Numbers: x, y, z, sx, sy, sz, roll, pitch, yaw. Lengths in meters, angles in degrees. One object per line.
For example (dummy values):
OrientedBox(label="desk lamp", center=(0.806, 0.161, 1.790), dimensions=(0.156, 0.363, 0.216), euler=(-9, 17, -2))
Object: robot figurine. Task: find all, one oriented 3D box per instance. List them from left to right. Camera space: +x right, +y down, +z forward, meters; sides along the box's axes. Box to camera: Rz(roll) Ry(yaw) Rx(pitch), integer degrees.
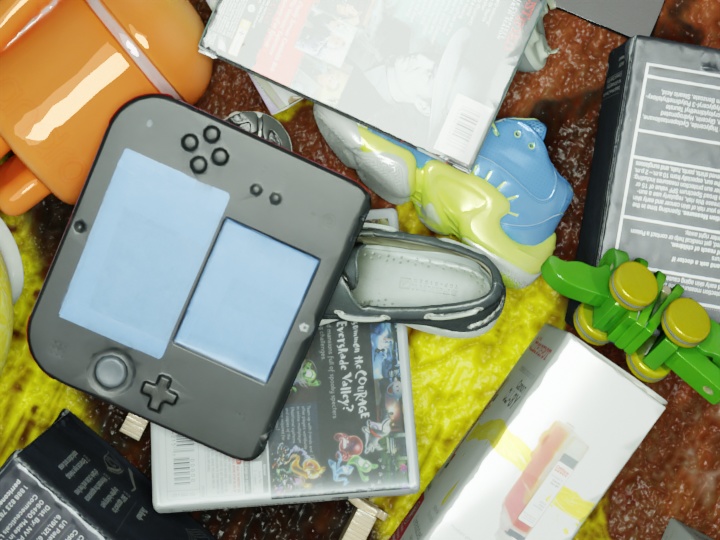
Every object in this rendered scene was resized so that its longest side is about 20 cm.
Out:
OrientedBox(label="robot figurine", center=(-0.181, -0.125, 1.071), dimensions=(0.200, 0.117, 0.144), euler=(-41, 77, 0))

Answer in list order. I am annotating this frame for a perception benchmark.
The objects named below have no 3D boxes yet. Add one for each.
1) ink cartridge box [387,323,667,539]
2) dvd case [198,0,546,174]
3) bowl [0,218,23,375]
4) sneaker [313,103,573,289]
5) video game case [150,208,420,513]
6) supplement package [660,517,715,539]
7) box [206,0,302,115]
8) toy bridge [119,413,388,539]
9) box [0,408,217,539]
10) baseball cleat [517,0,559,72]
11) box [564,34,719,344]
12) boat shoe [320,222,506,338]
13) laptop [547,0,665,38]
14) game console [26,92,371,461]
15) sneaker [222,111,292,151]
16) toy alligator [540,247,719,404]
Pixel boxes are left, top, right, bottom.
OrientedBox(label="ink cartridge box", center=(0.107, 0.140, 1.071), dimensions=(0.083, 0.145, 0.201), euler=(36, 91, 0))
OrientedBox(label="dvd case", center=(0.012, -0.170, 1.037), dimensions=(0.198, 0.022, 0.147), euler=(23, 95, -3))
OrientedBox(label="bowl", center=(-0.293, 0.007, 1.066), dimensions=(0.107, 0.199, 0.202), euler=(-29, 93, -41))
OrientedBox(label="sneaker", center=(0.065, -0.082, 1.101), dimensions=(0.199, 0.076, 0.105), euler=(39, 82, -13))
OrientedBox(label="video game case", center=(-0.056, 0.060, 1.092), dimensions=(0.179, 0.023, 0.203), euler=(-4, 71, 0))
OrientedBox(label="supplement package", center=(0.247, 0.303, 1.095), dimensions=(0.154, 0.111, 0.202), euler=(27, 92, -1))
OrientedBox(label="box", center=(-0.089, -0.203, 1.071), dimensions=(0.038, 0.041, 0.201), euler=(-26, 101, 20))
OrientedBox(label="toy bridge", center=(-0.069, 0.129, 1.125), dimensions=(0.198, 0.027, 0.068), euler=(28, 90, -2))
OrientedBox(label="box", center=(-0.171, 0.210, 1.042), dimensions=(0.200, 0.197, 0.118), euler=(41, 92, -2))
OrientedBox(label="baseball cleat", center=(0.060, -0.222, 1.087), dimensions=(0.105, 0.070, 0.202), euler=(-17, 103, 24))
OrientedBox(label="box", center=(0.253, -0.040, 1.075), dimensions=(0.197, 0.123, 0.201), euler=(10, 92, 1))
OrientedBox(label="boat shoe", center=(0.000, 0.000, 1.067), dimensions=(0.197, 0.060, 0.077), euler=(3, 72, 2))
OrientedBox(label="laptop", center=(0.160, -0.284, 1.075), dimensions=(0.175, 0.103, 0.202), euler=(22, 92, -1))
OrientedBox(label="game console", center=(-0.108, 0.003, 1.028), dimensions=(0.175, 0.031, 0.202), euler=(24, 99, 0))
OrientedBox(label="sneaker", center=(-0.123, -0.027, 1.080), dimensions=(0.200, 0.079, 0.074), euler=(-42, 95, 3))
OrientedBox(label="toy alligator", center=(0.203, 0.040, 0.997), dimensions=(0.199, 0.059, 0.054), euler=(35, 53, -1))
